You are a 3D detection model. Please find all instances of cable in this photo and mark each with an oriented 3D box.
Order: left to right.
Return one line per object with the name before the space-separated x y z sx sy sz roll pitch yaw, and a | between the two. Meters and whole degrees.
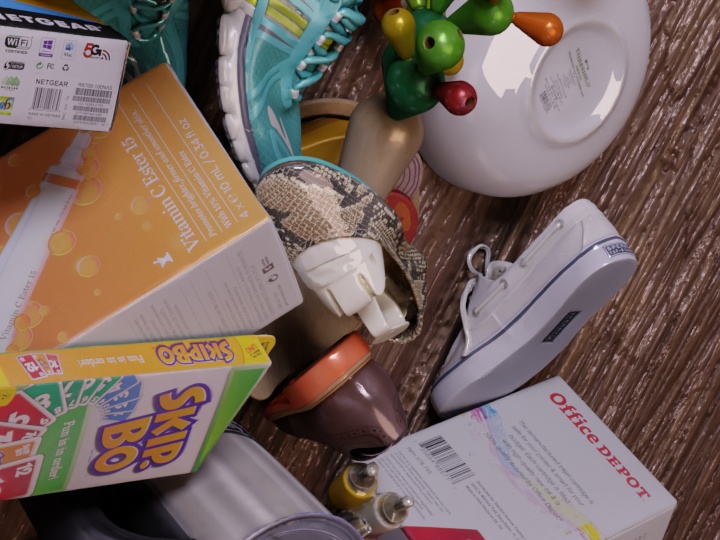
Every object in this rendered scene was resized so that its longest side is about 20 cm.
cable | -0.018 0.175 1.040 0.050 0.200 0.098 -28 94 -26

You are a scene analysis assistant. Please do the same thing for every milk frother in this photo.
milk frother | -0.119 0.197 0.980 0.179 0.188 0.202 -10 117 -29

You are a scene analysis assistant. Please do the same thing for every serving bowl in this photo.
serving bowl | 0.126 -0.137 1.078 0.199 0.066 0.202 -18 123 -29

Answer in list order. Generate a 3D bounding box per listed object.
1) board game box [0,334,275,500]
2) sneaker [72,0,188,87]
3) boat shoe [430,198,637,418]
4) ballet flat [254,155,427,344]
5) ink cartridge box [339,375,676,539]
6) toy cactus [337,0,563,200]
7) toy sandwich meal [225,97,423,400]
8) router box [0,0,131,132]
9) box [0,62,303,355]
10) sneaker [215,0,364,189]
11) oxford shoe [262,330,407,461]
board game box | -0.133 0.077 0.832 0.199 0.030 0.096 -5 140 -47
sneaker | -0.121 -0.166 0.860 0.077 0.080 0.202 -17 124 -29
boat shoe | 0.106 0.021 1.145 0.074 0.087 0.202 -1 143 -42
ballet flat | 0.000 0.000 0.923 0.067 0.076 0.200 -19 158 13
ink cartridge box | 0.099 0.198 1.164 0.199 0.145 0.146 -18 139 -29
toy cactus | 0.037 -0.113 0.939 0.101 0.200 0.166 20 105 -17
toy sandwich meal | -0.032 -0.012 1.018 0.204 0.070 0.207 -18 123 -30
router box | -0.231 -0.118 0.753 0.199 0.149 0.052 1 113 -38
box | -0.151 0.003 0.860 0.199 0.125 0.098 -32 152 -8
sneaker | -0.037 -0.138 0.884 0.079 0.078 0.202 6 108 4
oxford shoe | -0.013 0.093 1.017 0.071 0.200 0.073 -40 88 -9
